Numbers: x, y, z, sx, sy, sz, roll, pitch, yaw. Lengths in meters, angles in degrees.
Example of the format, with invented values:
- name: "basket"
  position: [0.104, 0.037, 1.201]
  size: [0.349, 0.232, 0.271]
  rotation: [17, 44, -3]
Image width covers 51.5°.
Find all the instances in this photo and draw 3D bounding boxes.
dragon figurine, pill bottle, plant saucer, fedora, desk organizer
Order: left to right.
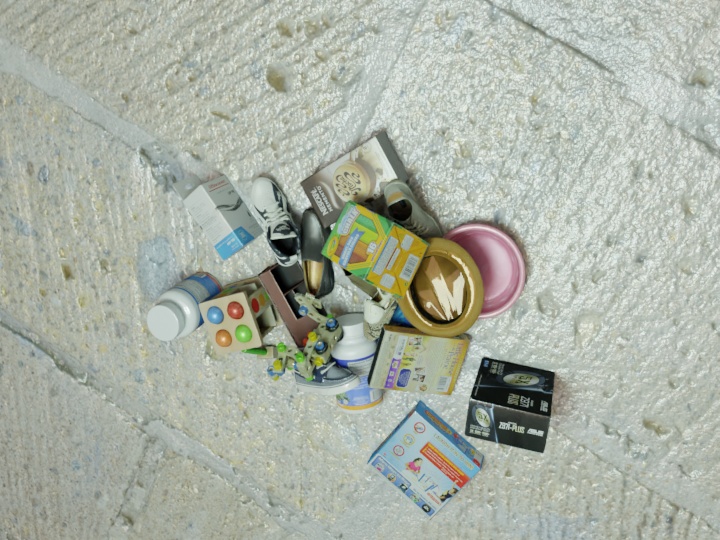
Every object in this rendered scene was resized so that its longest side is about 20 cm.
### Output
- name: "pill bottle"
  position: [-0.404, 0.086, 1.717]
  size: [0.110, 0.200, 0.115]
  rotation: [6, 110, 16]
- name: "desk organizer"
  position: [-0.144, 0.072, 1.698]
  size: [0.076, 0.072, 0.203]
  rotation: [-26, 98, 21]
- name: "pill bottle"
  position: [-0.012, 0.206, 1.673]
  size: [0.109, 0.112, 0.205]
  rotation: [-3, 106, 19]
- name: "dragon figurine"
  position: [0.102, 0.091, 1.628]
  size: [0.098, 0.059, 0.203]
  rotation: [25, 114, 9]
- name: "fedora"
  position: [0.166, 0.032, 1.521]
  size: [0.196, 0.082, 0.206]
  rotation: [4, 101, 21]
- name: "plant saucer"
  position: [0.246, -0.002, 1.556]
  size: [0.196, 0.051, 0.205]
  rotation: [6, 109, 16]

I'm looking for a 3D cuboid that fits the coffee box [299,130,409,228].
- name: "coffee box"
  position: [-0.013, -0.189, 1.565]
  size: [0.197, 0.080, 0.114]
  rotation: [-28, 98, 24]

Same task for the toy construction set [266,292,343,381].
- name: "toy construction set"
  position: [-0.114, 0.146, 1.587]
  size: [0.128, 0.204, 0.092]
  rotation: [3, 151, 28]

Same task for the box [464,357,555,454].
- name: "box"
  position: [0.311, 0.272, 1.538]
  size: [0.160, 0.200, 0.088]
  rotation: [11, 111, 15]

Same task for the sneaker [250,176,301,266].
- name: "sneaker"
  position: [-0.177, -0.105, 1.606]
  size: [0.078, 0.129, 0.204]
  rotation: [-15, 97, -15]

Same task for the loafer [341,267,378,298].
- name: "loafer"
  position: [0.000, 0.000, 1.622]
  size: [0.200, 0.068, 0.076]
  rotation: [43, 115, -6]

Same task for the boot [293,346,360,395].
- name: "boot"
  position: [-0.084, 0.212, 1.614]
  size: [0.198, 0.072, 0.092]
  rotation: [-8, 104, 47]

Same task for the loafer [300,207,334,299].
- name: "loafer"
  position: [-0.099, -0.034, 1.647]
  size: [0.071, 0.072, 0.205]
  rotation: [-5, 105, 20]

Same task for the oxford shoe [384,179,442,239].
- name: "oxford shoe"
  position: [0.108, -0.098, 1.529]
  size: [0.074, 0.059, 0.201]
  rotation: [-23, 130, 20]

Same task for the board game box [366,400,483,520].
- name: "board game box"
  position: [0.148, 0.439, 1.725]
  size: [0.199, 0.056, 0.197]
  rotation: [40, 114, 3]

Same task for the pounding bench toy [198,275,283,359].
- name: "pounding bench toy"
  position: [-0.260, 0.137, 1.710]
  size: [0.122, 0.156, 0.204]
  rotation: [-14, 103, 21]

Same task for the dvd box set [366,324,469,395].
- name: "dvd box set"
  position: [0.124, 0.195, 1.614]
  size: [0.195, 0.030, 0.149]
  rotation: [7, 116, -16]

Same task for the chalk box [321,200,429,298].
- name: "chalk box"
  position: [0.015, -0.050, 1.494]
  size: [0.199, 0.123, 0.127]
  rotation: [29, 92, 47]

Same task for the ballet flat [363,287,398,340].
- name: "ballet flat"
  position: [0.052, 0.054, 1.577]
  size: [0.068, 0.075, 0.202]
  rotation: [40, 98, 38]

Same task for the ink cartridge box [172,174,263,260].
- name: "ink cartridge box"
  position: [-0.315, -0.136, 1.663]
  size: [0.066, 0.116, 0.202]
  rotation: [-32, 96, 24]
